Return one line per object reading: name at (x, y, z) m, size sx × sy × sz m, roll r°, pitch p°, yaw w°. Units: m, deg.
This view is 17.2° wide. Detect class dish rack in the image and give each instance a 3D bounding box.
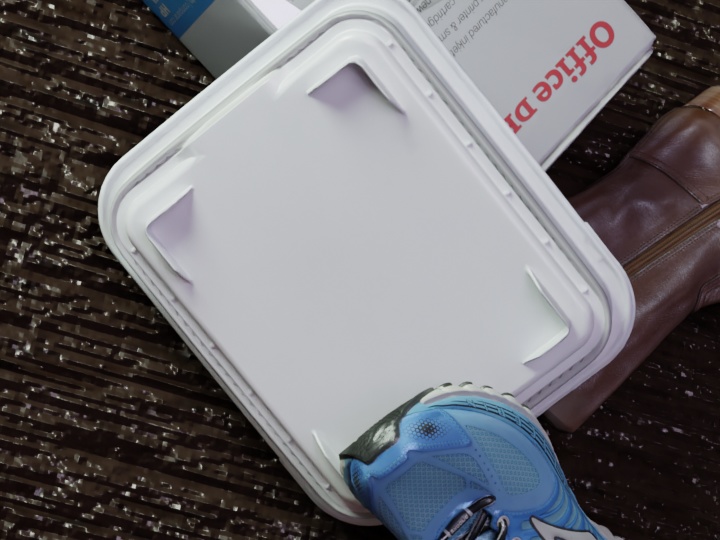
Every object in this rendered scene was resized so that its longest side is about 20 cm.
dish rack at (0.000, 0.000, 1.005) m, size 0.171 × 0.044 × 0.200 m, roll -38°, pitch 97°, yaw 13°

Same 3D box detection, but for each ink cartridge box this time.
ink cartridge box at (0.011, -0.120, 1.073) m, size 0.200 × 0.084 × 0.145 m, roll 47°, pitch 65°, yaw -6°

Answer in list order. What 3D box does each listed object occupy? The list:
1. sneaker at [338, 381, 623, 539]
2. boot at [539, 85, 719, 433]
sneaker at (0.070, 0.123, 0.991) m, size 0.078 × 0.090 × 0.200 m, roll -39°, pitch 125°, yaw 13°
boot at (0.150, 0.029, 1.106) m, size 0.200 × 0.064 × 0.187 m, roll -35°, pitch 79°, yaw -30°
